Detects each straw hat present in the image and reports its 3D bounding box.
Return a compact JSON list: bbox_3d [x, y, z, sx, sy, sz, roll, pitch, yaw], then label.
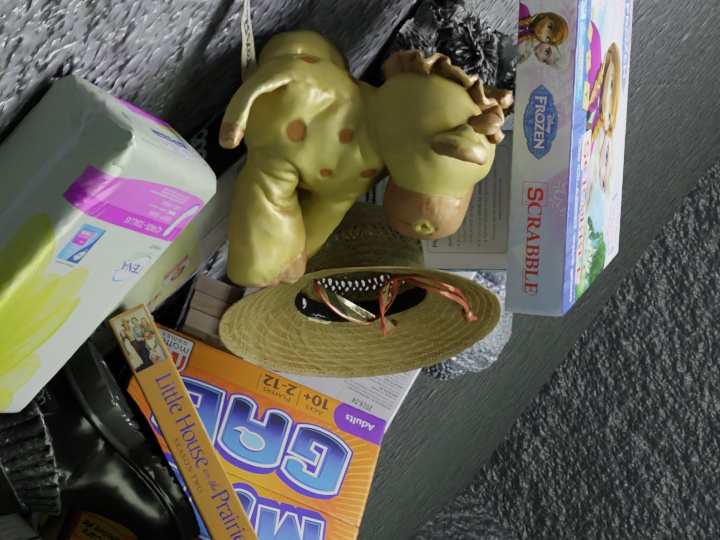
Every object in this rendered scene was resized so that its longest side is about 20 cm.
[{"bbox_3d":[0.000,0.000,1.321,0.199,0.086,0.201,-2,156,-1],"label":"straw hat"}]

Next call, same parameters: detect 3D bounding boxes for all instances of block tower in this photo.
[{"bbox_3d":[-0.131,0.081,1.526,0.200,0.057,0.054,120,-11,-50],"label":"block tower"}]

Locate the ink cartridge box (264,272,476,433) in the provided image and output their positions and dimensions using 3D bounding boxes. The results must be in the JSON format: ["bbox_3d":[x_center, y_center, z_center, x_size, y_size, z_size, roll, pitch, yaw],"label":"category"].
[{"bbox_3d":[-0.009,0.037,1.543,0.201,0.136,0.076,-61,-171,12],"label":"ink cartridge box"}]

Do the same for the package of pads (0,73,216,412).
[{"bbox_3d":[-0.181,-0.009,1.084,0.200,0.068,0.154,-48,167,5],"label":"package of pads"}]

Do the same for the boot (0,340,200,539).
[{"bbox_3d":[-0.208,0.144,1.266,0.157,0.080,0.212,-30,137,-3],"label":"boot"}]

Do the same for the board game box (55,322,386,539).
[{"bbox_3d":[-0.123,0.204,1.466,0.200,0.198,0.201,122,-11,-50],"label":"board game box"}]

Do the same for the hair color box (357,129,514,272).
[{"bbox_3d":[0.046,-0.049,1.390,0.060,0.198,0.101,9,82,-76],"label":"hair color box"}]

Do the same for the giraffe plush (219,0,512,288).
[{"bbox_3d":[0.010,-0.080,1.177,0.201,0.160,0.174,88,13,-51],"label":"giraffe plush"}]

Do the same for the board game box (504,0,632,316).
[{"bbox_3d":[0.140,-0.090,1.261,0.199,0.041,0.202,-37,130,-68],"label":"board game box"}]

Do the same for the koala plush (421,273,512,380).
[{"bbox_3d":[0.026,0.014,1.671,0.178,0.184,0.199,-52,155,21],"label":"koala plush"}]

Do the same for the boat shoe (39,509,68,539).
[{"bbox_3d":[-0.297,0.253,1.525,0.200,0.072,0.065,-44,-174,-35],"label":"boat shoe"}]

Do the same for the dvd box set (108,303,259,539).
[{"bbox_3d":[-0.108,0.132,1.288,0.029,0.201,0.146,-25,165,-8],"label":"dvd box set"}]

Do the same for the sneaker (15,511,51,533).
[{"bbox_3d":[-0.242,0.160,1.390,0.200,0.075,0.076,-48,167,12],"label":"sneaker"}]

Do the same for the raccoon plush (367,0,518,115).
[{"bbox_3d":[0.076,-0.118,1.454,0.200,0.134,0.097,-51,168,19],"label":"raccoon plush"}]

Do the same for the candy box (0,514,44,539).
[{"bbox_3d":[-0.250,0.244,1.324,0.116,0.200,0.055,-49,169,11],"label":"candy box"}]

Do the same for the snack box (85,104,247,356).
[{"bbox_3d":[-0.144,-0.011,1.270,0.200,0.037,0.116,-44,167,-14],"label":"snack box"}]
